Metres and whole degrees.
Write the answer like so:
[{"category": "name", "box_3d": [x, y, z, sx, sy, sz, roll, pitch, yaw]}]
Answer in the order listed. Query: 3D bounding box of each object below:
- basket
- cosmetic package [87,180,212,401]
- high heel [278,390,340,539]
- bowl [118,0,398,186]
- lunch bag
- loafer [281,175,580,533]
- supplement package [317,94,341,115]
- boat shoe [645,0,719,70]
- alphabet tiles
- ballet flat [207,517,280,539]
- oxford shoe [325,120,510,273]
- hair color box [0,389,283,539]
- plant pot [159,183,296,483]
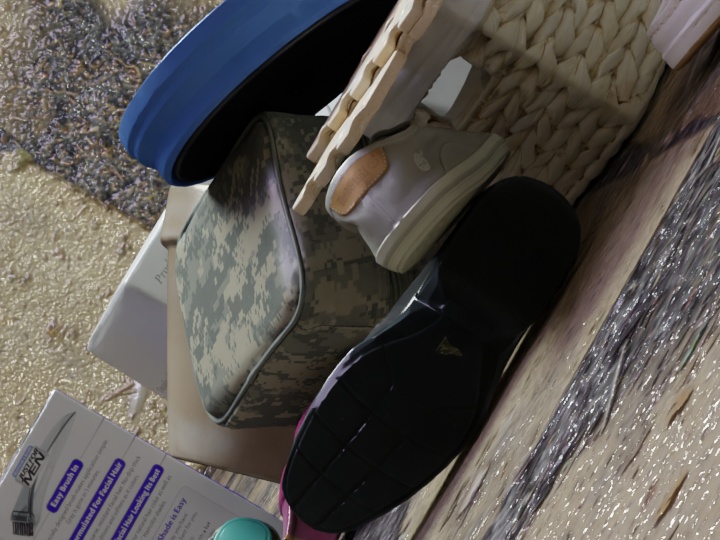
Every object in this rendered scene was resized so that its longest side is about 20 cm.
[{"category": "basket", "box_3d": [0.105, -0.143, 1.265, 0.200, 0.123, 0.136, -62, 5, -34]}, {"category": "cosmetic package", "box_3d": [-0.065, 0.021, 1.743, 0.168, 0.200, 0.166, -60, 3, -25]}, {"category": "high heel", "box_3d": [-0.002, 0.088, 1.347, 0.096, 0.067, 0.200, -77, 2, -47]}, {"category": "bowl", "box_3d": [-0.043, -0.118, 1.310, 0.200, 0.039, 0.201, -38, -9, -7]}, {"category": "lunch bag", "box_3d": [0.000, 0.000, 1.352, 0.200, 0.167, 0.140, 127, 137, -56]}, {"category": "loafer", "box_3d": [0.036, 0.043, 1.151, 0.200, 0.073, 0.072, -50, 0, 4]}, {"category": "supplement package", "box_3d": [0.039, -0.100, 1.522, 0.117, 0.117, 0.200, -23, 0, -9]}, {"category": "boat shoe", "box_3d": [0.170, -0.185, 1.104, 0.200, 0.069, 0.071, -61, 5, -22]}, {"category": "alphabet tiles", "box_3d": [0.023, -0.123, 1.144, 0.196, 0.015, 0.200, -61, 5, -24]}, {"category": "ballet flat", "box_3d": [-0.096, 0.247, 1.482, 0.072, 0.072, 0.201, -56, 5, 49]}, {"category": "oxford shoe", "box_3d": [0.028, -0.044, 1.143, 0.075, 0.058, 0.200, -52, -5, 13]}, {"category": "hair color box", "box_3d": [-0.151, 0.178, 1.622, 0.110, 0.199, 0.065, -60, 4, -7]}, {"category": "plant pot", "box_3d": [-0.047, 0.052, 1.551, 0.200, 0.199, 0.174, 145, 138, -82]}]
